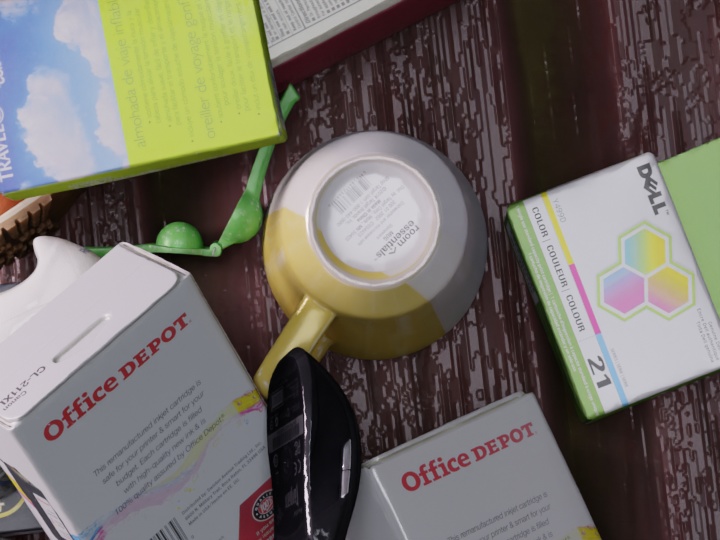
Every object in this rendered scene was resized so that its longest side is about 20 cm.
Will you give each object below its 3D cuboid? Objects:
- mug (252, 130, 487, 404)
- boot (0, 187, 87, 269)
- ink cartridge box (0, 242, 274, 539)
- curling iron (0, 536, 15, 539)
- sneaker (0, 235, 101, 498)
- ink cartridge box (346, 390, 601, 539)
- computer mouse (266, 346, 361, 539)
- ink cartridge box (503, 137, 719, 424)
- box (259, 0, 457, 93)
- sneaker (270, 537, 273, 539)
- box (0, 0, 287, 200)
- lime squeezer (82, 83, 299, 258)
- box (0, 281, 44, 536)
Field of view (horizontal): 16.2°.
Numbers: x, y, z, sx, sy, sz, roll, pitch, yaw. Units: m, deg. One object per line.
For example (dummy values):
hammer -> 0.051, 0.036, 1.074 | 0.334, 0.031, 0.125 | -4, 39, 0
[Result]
mug -> 0.008, -0.005, 1.587 | 0.149, 0.153, 0.188 | 2, 85, 0
boot -> -0.227, -0.074, 1.641 | 0.200, 0.075, 0.107 | -41, 83, -12
ink cartridge box -> -0.135, 0.106, 1.544 | 0.146, 0.083, 0.200 | -41, 126, -19
curling iron -> -0.222, 0.190, 1.591 | 0.200, 0.026, 0.050 | 28, 76, -26
sneaker -> -0.220, 0.068, 1.590 | 0.087, 0.075, 0.200 | 35, 79, 17
ink cartridge box -> 0.077, 0.195, 1.571 | 0.145, 0.087, 0.201 | -21, 86, -37
computer mouse -> -0.032, 0.155, 1.522 | 0.046, 0.140, 0.201 | 3, 68, -20
ink cartridge box -> 0.209, -0.006, 1.624 | 0.199, 0.076, 0.148 | -21, 85, 0
box -> -0.039, -0.198, 1.628 | 0.199, 0.109, 0.128 | -27, 85, -2
sneaker -> -0.083, 0.212, 1.611 | 0.199, 0.081, 0.075 | -24, 70, -9
box -> -0.154, -0.117, 1.545 | 0.199, 0.048, 0.123 | -12, 85, 2
lime squeezer -> -0.110, -0.037, 1.641 | 0.200, 0.038, 0.071 | -32, 112, 5
box -> -0.301, 0.100, 1.632 | 0.199, 0.049, 0.162 | -6, 82, -2
